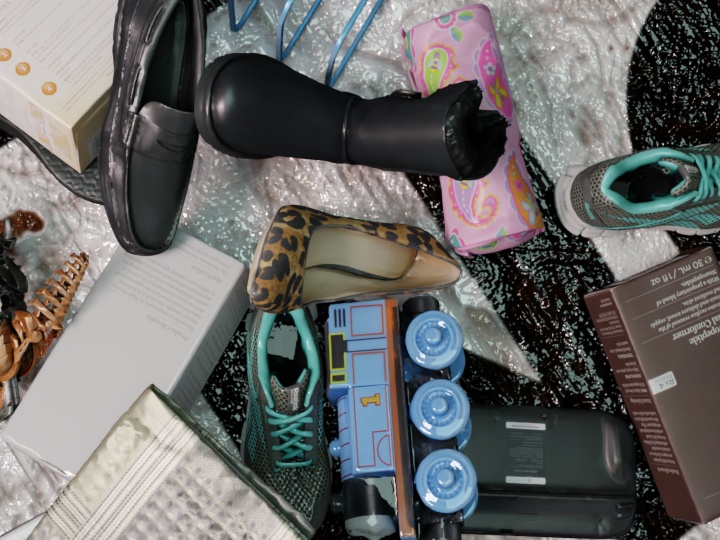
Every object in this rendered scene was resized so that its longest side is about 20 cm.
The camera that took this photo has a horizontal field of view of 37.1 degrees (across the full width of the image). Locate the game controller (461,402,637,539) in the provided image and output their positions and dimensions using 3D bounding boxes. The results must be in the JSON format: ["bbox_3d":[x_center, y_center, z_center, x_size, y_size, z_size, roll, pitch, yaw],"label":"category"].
[{"bbox_3d":[0.134,0.164,0.884,0.196,0.042,0.106,4,69,-7],"label":"game controller"}]

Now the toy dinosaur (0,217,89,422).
[{"bbox_3d":[-0.277,0.040,0.808,0.198,0.102,0.137,-28,83,2],"label":"toy dinosaur"}]

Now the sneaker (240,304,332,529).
[{"bbox_3d":[-0.060,0.108,0.836,0.076,0.091,0.204,-7,84,-6],"label":"sneaker"}]

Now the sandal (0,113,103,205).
[{"bbox_3d":[-0.248,-0.118,0.867,0.199,0.048,0.076,36,72,13],"label":"sandal"}]

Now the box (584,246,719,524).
[{"bbox_3d":[0.272,0.094,0.886,0.099,0.075,0.203,-21,88,-9],"label":"box"}]

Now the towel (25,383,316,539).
[{"bbox_3d":[-0.131,0.211,0.727,0.192,0.035,0.201,42,98,11],"label":"towel"}]

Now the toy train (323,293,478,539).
[{"bbox_3d":[0.030,0.117,0.827,0.112,0.087,0.204,-6,69,6],"label":"toy train"}]

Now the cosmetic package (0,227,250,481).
[{"bbox_3d":[-0.171,0.068,0.816,0.100,0.074,0.202,26,74,12],"label":"cosmetic package"}]

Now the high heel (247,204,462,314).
[{"bbox_3d":[0.000,0.000,0.797,0.140,0.200,0.073,16,109,9],"label":"high heel"}]

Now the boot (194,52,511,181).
[{"bbox_3d":[0.001,-0.112,0.780,0.166,0.199,0.078,7,91,35],"label":"boot"}]

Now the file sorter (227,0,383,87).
[{"bbox_3d":[-0.072,-0.255,0.854,0.198,0.139,0.124,33,82,-2],"label":"file sorter"}]

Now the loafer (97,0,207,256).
[{"bbox_3d":[-0.145,-0.109,0.769,0.067,0.070,0.205,-4,103,-45],"label":"loafer"}]

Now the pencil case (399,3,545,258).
[{"bbox_3d":[0.090,-0.115,0.885,0.086,0.087,0.204,-13,85,-8],"label":"pencil case"}]

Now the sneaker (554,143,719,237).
[{"bbox_3d":[0.266,-0.069,0.887,0.196,0.091,0.079,-11,86,-8],"label":"sneaker"}]

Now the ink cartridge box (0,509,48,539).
[{"bbox_3d":[-0.177,0.250,0.830,0.197,0.044,0.176,-27,89,-10],"label":"ink cartridge box"}]

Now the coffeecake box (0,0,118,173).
[{"bbox_3d":[-0.247,-0.201,0.832,0.199,0.073,0.154,36,67,6],"label":"coffeecake box"}]
